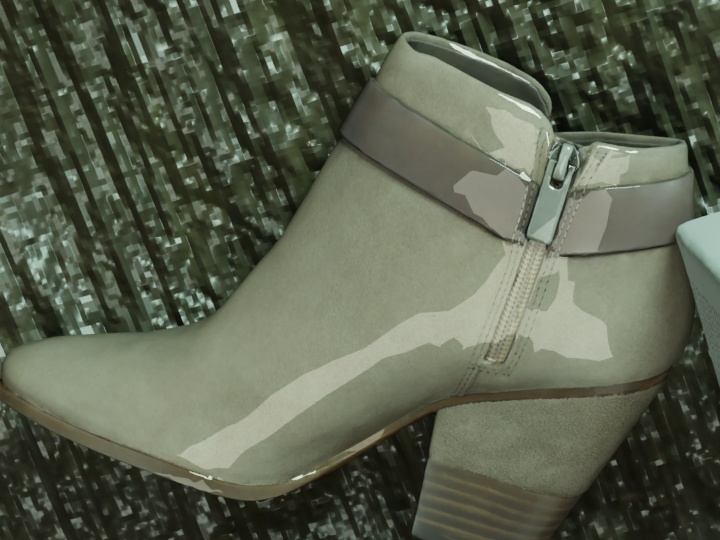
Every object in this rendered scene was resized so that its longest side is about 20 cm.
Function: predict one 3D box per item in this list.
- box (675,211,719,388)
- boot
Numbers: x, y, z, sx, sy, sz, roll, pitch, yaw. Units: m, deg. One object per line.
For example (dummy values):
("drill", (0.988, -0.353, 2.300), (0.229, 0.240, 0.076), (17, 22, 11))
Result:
("box", (0.211, 0.059, 0.774), (0.198, 0.131, 0.201), (-17, 98, 2))
("boot", (0.000, 0.000, 0.861), (0.199, 0.070, 0.147), (15, 107, 1))
